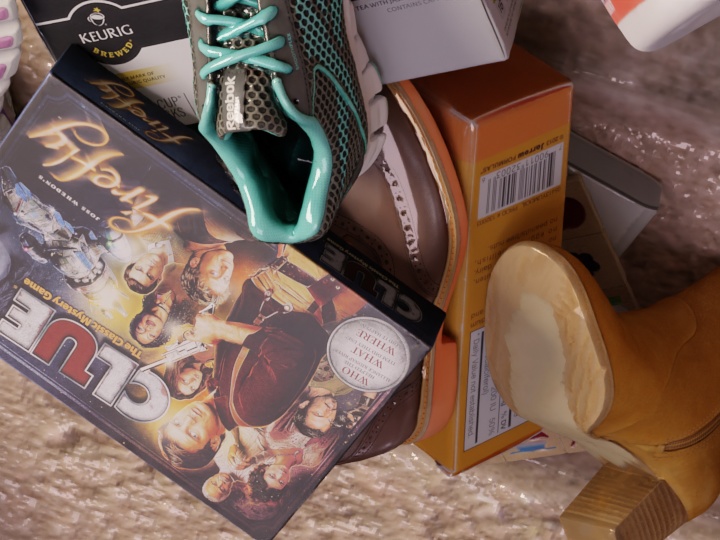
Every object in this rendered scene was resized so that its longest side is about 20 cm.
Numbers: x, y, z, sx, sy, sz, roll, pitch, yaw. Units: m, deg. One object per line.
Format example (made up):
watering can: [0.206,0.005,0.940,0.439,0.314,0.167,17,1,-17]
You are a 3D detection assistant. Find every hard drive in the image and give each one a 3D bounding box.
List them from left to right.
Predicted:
hard drive: [0.041,-0.004,1.429,0.132,0.026,0.200,28,132,-10]

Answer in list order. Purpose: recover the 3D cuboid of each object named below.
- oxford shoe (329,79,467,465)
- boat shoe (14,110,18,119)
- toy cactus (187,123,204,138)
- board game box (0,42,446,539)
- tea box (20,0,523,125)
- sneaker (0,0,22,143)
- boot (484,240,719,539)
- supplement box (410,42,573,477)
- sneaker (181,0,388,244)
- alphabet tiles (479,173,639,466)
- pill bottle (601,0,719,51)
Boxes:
oxford shoe: [0.000,0.000,1.286,0.071,0.073,0.201,26,130,44]
boat shoe: [-0.206,-0.058,1.416,0.074,0.076,0.200,-11,125,27]
toy cactus: [-0.090,-0.017,1.381,0.102,0.200,0.165,-21,168,-7]
board game box: [-0.082,0.014,1.259,0.200,0.035,0.136,35,120,-5]
tea box: [-0.050,-0.183,1.226,0.199,0.134,0.197,-10,128,22]
sneaker: [-0.190,-0.091,1.278,0.080,0.089,0.200,-11,141,-8]
boot: [0.134,0.033,1.362,0.071,0.144,0.202,15,136,39]
supplement box: [0.049,-0.007,1.340,0.067,0.069,0.200,37,135,39]
sneaker: [-0.037,-0.095,1.148,0.077,0.091,0.200,-7,127,18]
alphabet tiles: [0.045,0.035,1.439,0.199,0.008,0.167,-10,127,23]
pill bottle: [0.105,-0.198,1.149,0.111,0.111,0.200,-34,86,35]
